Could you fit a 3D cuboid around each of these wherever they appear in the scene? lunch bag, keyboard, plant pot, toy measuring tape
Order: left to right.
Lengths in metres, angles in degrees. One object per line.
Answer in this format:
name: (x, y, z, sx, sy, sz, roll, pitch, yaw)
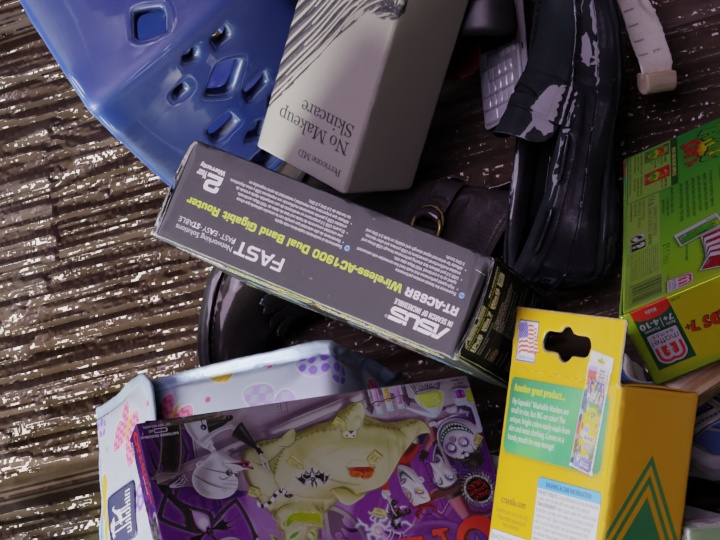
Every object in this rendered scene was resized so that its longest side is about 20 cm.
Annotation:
plant pot: (-0.103, -0.181, 1.474, 0.179, 0.200, 0.200, -36, 61, 5)
lunch bag: (-0.077, 0.146, 1.395, 0.199, 0.127, 0.171, -12, 71, 29)
keyboard: (0.083, -0.192, 1.450, 0.056, 0.011, 0.201, -18, 74, 62)
toy measuring tape: (0.142, -0.185, 1.426, 0.073, 0.074, 0.201, -25, 68, 17)

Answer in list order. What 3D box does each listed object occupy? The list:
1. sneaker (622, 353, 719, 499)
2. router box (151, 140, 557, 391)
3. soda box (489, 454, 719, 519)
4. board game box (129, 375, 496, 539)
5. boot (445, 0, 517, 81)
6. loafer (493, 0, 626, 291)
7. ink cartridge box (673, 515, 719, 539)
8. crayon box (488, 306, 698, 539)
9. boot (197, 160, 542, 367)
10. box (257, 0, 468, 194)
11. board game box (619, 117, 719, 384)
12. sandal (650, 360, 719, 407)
sneaker: (0.216, 0.090, 1.295, 0.199, 0.076, 0.078, 5, 75, 23)
router box: (0.000, 0.000, 1.325, 0.199, 0.150, 0.062, 22, 87, 21)
soda box: (0.152, 0.162, 1.311, 0.199, 0.064, 0.069, 12, 80, 29)
board game box: (-0.019, 0.129, 1.286, 0.199, 0.032, 0.121, -8, 69, -19)
boot: (0.033, -0.194, 1.463, 0.200, 0.072, 0.145, 9, 100, 59)
loafer: (0.115, -0.088, 1.368, 0.068, 0.070, 0.202, -170, 80, -67)
ink cartridge box: (0.236, 0.226, 1.214, 0.145, 0.048, 0.202, -4, 88, -19)
crayon box: (0.120, 0.124, 1.225, 0.126, 0.051, 0.201, -174, 91, -67)
boot: (0.005, 0.010, 1.429, 0.173, 0.069, 0.201, 24, 84, 30)
box: (0.011, -0.152, 1.381, 0.082, 0.068, 0.201, 28, 111, 34)
board game box: (0.200, -0.022, 1.285, 0.101, 0.048, 0.200, -23, 22, 18)
sandal: (0.253, 0.046, 1.262, 0.211, 0.078, 0.070, -32, 77, -9)
